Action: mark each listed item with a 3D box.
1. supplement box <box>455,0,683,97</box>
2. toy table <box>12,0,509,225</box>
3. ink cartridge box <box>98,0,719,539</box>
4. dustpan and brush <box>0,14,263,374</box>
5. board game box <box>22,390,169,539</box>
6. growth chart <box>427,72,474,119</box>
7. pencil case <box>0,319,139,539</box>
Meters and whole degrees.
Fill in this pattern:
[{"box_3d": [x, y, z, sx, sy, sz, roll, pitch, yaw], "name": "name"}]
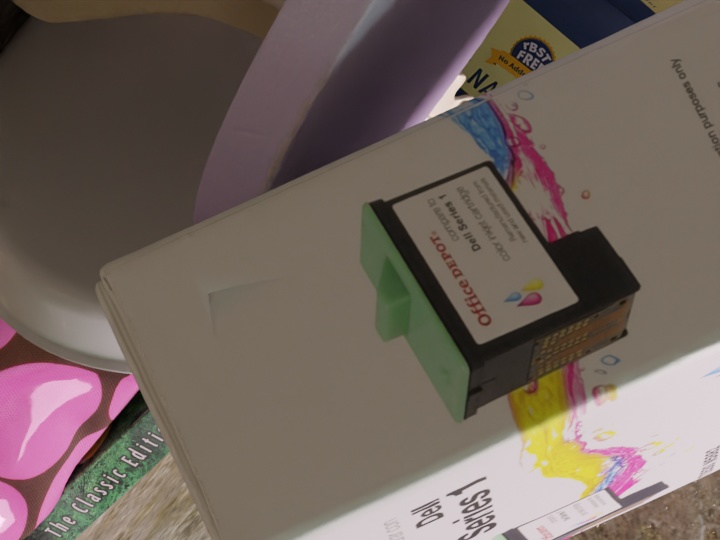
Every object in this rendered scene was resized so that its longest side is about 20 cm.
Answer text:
[{"box_3d": [0.033, -0.071, 1.104, 0.200, 0.134, 0.200, -53, 171, 22], "name": "supplement box"}, {"box_3d": [-0.021, -0.104, 0.731, 0.200, 0.117, 0.184, -55, 170, 29], "name": "toy table"}, {"box_3d": [0.048, 0.014, 0.721, 0.199, 0.084, 0.145, -24, 163, -2], "name": "ink cartridge box"}, {"box_3d": [-0.095, -0.015, 0.841, 0.199, 0.140, 0.057, -23, 163, -2], "name": "dustpan and brush"}, {"box_3d": [-0.103, 0.053, 1.032, 0.200, 0.023, 0.105, -43, -148, 31], "name": "board game box"}, {"box_3d": [0.000, 0.000, 0.940, 0.145, 0.018, 0.200, -55, 143, 2], "name": "growth chart"}, {"box_3d": [-0.095, -0.001, 0.940, 0.093, 0.091, 0.200, 23, 110, -43], "name": "pencil case"}]
